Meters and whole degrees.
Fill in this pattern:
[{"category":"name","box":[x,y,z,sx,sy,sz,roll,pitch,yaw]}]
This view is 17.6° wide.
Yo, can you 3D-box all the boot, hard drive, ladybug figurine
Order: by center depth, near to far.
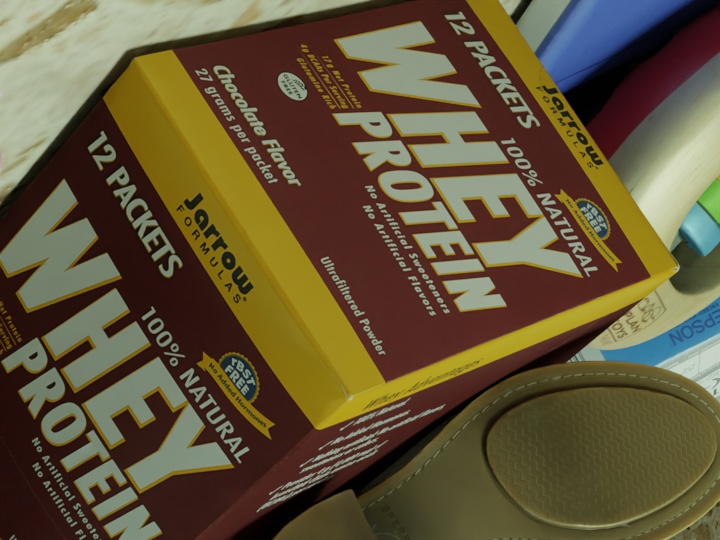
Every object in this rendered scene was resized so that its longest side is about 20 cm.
[{"category":"boot","box":[0.034,0.104,0.879,0.199,0.074,0.155,-16,162,-18]},{"category":"hard drive","box":[0.135,-0.140,0.924,0.132,0.025,0.200,-27,165,-28]},{"category":"ladybug figurine","box":[0.147,-0.050,1.009,0.200,0.072,0.136,-44,149,-3]}]

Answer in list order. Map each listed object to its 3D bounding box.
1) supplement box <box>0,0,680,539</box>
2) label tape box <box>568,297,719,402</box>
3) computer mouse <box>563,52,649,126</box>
[{"category":"supplement box","box":[-0.032,0.018,0.854,0.197,0.133,0.200,-19,161,-48]},{"category":"label tape box","box":[0.127,0.070,1.253,0.144,0.063,0.200,-26,157,-4]},{"category":"computer mouse","box":[0.129,-0.068,1.104,0.200,0.053,0.139,-27,152,-35]}]
